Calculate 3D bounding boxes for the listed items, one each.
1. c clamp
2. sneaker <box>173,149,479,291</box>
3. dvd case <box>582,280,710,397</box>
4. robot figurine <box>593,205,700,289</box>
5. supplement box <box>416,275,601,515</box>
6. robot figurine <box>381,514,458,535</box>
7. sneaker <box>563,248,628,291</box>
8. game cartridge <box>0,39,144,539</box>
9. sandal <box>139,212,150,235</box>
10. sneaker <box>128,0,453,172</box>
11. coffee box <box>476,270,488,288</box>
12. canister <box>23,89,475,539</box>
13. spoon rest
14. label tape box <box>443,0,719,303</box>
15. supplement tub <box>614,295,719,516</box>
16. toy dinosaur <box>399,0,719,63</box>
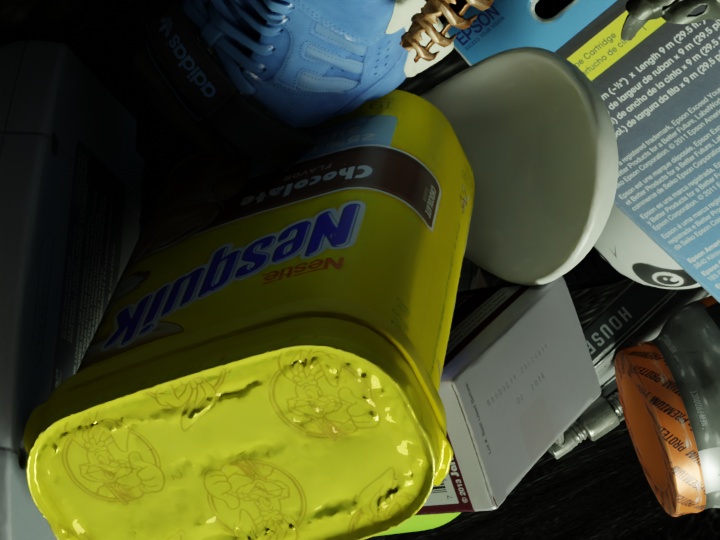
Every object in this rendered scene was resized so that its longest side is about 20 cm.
[{"bbox_3d":[0.192,0.060,1.207,0.200,0.027,0.171,-33,169,-8],"label":"c clamp"},{"bbox_3d":[0.000,0.000,0.947,0.098,0.071,0.200,-21,131,37],"label":"sneaker"},{"bbox_3d":[0.148,0.052,1.193,0.150,0.025,0.200,-45,166,13],"label":"dvd case"},{"bbox_3d":[0.205,-0.056,1.050,0.200,0.125,0.150,-11,155,-33],"label":"robot figurine"},{"bbox_3d":[-0.010,0.061,0.862,0.200,0.061,0.109,-9,-162,35],"label":"supplement box"},{"bbox_3d":[0.009,0.127,1.392,0.175,0.116,0.200,-42,154,28],"label":"robot figurine"},{"bbox_3d":[0.172,-0.023,1.205,0.200,0.070,0.082,-17,159,-12],"label":"sneaker"},{"bbox_3d":[-0.124,0.020,0.776,0.041,0.200,0.133,0,166,15],"label":"game cartridge"},{"bbox_3d":[-0.118,0.002,0.933,0.087,0.080,0.200,-32,169,22],"label":"sandal"},{"bbox_3d":[-0.036,-0.092,0.723,0.111,0.077,0.200,-33,169,4],"label":"sneaker"},{"bbox_3d":[0.030,0.034,1.138,0.080,0.113,0.200,-21,164,-3],"label":"coffee box"},{"bbox_3d":[-0.033,0.019,0.770,0.148,0.087,0.200,-19,-153,19],"label":"canister"},{"bbox_3d":[0.045,-0.047,0.875,0.061,0.100,0.200,-2,-174,-28],"label":"spoon rest"},{"bbox_3d":[0.156,-0.090,0.885,0.143,0.200,0.066,-38,-166,41],"label":"label tape box"},{"bbox_3d":[0.249,0.059,1.091,0.200,0.123,0.123,-18,163,-4],"label":"supplement tub"},{"bbox_3d":[0.091,-0.151,0.677,0.200,0.102,0.136,-24,158,6],"label":"toy dinosaur"}]
